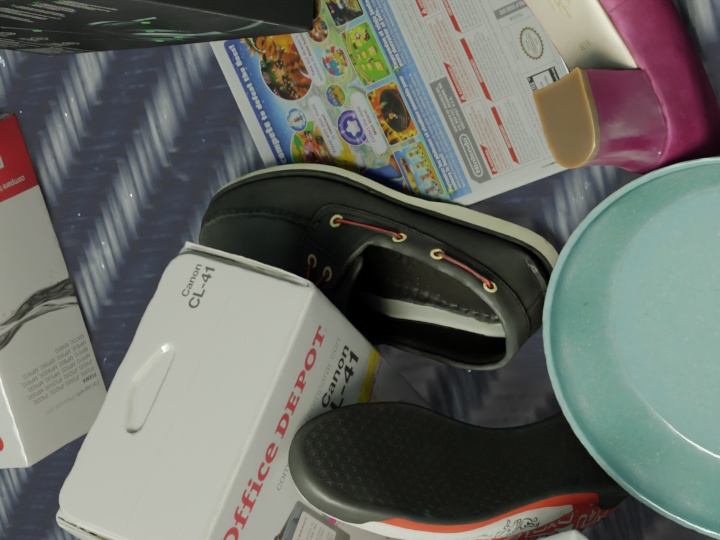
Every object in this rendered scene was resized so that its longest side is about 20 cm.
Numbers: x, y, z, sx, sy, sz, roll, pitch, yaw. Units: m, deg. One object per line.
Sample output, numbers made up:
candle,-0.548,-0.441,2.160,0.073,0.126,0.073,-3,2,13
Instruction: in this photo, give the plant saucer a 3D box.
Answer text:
plant saucer,0.182,0.034,0.793,0.198,0.036,0.202,12,122,20

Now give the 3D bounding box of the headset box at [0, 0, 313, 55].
headset box,-0.139,-0.162,0.843,0.198,0.173,0.094,1,91,35

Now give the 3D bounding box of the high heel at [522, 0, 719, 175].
high heel,0.112,-0.141,0.784,0.067,0.095,0.202,-28,72,49

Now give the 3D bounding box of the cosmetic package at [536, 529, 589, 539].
cosmetic package,0.100,0.263,0.784,0.200,0.200,0.123,40,141,-19

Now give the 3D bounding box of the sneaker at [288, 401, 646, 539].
sneaker,0.038,0.117,0.851,0.108,0.200,0.068,-52,49,43

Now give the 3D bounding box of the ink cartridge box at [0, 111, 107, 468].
ink cartridge box,-0.255,0.019,1.072,0.146,0.083,0.202,-8,105,36

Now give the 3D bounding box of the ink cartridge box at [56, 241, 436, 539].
ink cartridge box,-0.043,0.100,0.863,0.085,0.149,0.200,15,163,28

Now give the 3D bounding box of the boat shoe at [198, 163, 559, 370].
boat shoe,0.000,-0.002,0.881,0.200,0.063,0.074,14,130,25

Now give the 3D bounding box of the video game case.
video game case,0.020,-0.097,0.873,0.199,0.018,0.144,-19,99,38
